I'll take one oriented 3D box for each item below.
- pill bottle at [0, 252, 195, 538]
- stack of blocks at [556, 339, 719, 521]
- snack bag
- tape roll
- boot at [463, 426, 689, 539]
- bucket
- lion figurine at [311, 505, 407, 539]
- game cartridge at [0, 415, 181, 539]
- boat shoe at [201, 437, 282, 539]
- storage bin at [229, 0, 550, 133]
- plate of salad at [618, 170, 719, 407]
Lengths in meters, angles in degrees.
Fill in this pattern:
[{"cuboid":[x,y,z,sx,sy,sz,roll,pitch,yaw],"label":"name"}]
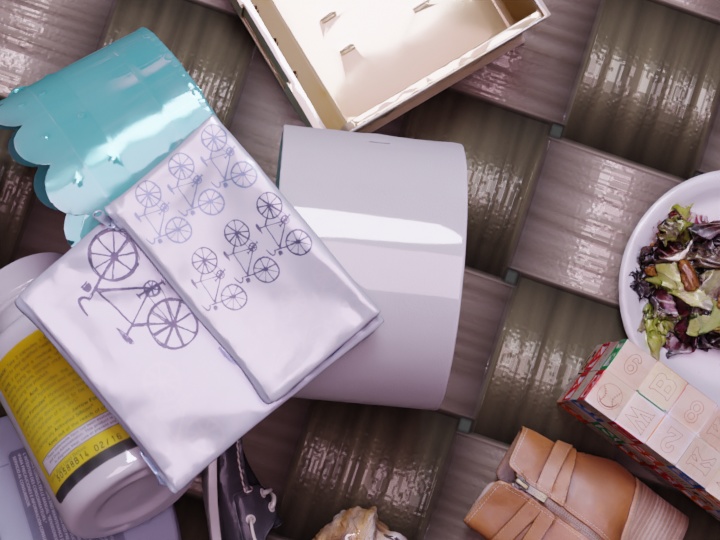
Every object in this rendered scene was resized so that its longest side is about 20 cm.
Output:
[{"cuboid":[-0.210,0.088,1.492,0.111,0.111,0.200,-30,67,-6],"label":"pill bottle"},{"cuboid":[0.257,0.137,1.552,0.200,0.115,0.059,37,83,-1],"label":"stack of blocks"},{"cuboid":[-0.117,0.025,1.393,0.200,0.021,0.189,-39,93,3],"label":"snack bag"},{"cuboid":[0.000,0.000,1.505,0.139,0.203,0.203,6,84,-4],"label":"tape roll"},{"cuboid":[0.148,0.232,1.553,0.155,0.077,0.200,30,80,-2],"label":"boot"},{"cuboid":[-0.170,-0.073,1.504,0.135,0.207,0.207,-34,88,-8],"label":"bucket"},{"cuboid":[-0.031,0.280,1.534,0.072,0.122,0.200,23,99,4],"label":"lion figurine"},{"cuboid":[-0.208,0.190,1.524,0.133,0.040,0.200,-20,65,-3],"label":"game cartridge"},{"cuboid":[-0.090,0.198,1.542,0.060,0.074,0.200,-3,87,-4],"label":"boat shoe"},{"cuboid":[0.008,-0.227,1.582,0.198,0.094,0.200,-31,88,-7],"label":"storage bin"},{"cuboid":[0.306,0.017,1.602,0.200,0.048,0.201,0,85,-4],"label":"plate of salad"}]
